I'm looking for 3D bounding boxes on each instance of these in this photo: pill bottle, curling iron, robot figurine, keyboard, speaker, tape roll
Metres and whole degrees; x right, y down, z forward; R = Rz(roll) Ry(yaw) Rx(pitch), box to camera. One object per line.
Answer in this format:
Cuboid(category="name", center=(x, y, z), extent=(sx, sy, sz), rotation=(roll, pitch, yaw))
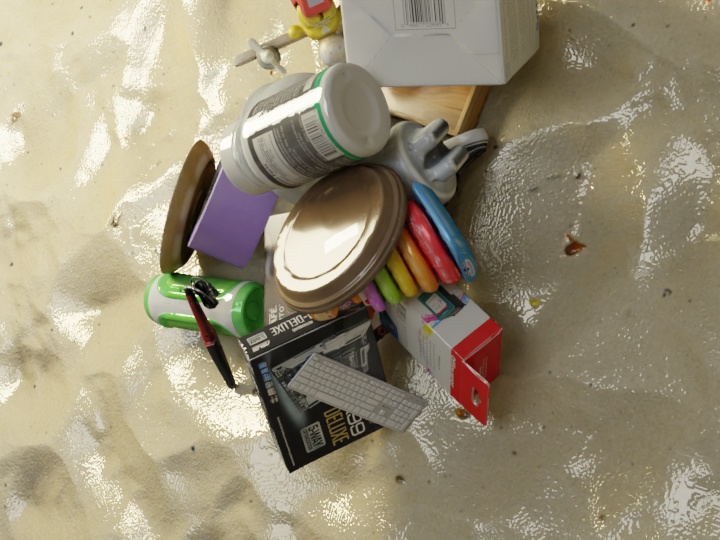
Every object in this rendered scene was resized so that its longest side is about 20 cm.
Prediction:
Cuboid(category="pill bottle", center=(-0.070, -0.162, 1.458), extent=(0.199, 0.112, 0.114), rotation=(-17, 70, 41))
Cuboid(category="curling iron", center=(-0.203, 0.092, 1.700), extent=(0.049, 0.201, 0.026), rotation=(13, 43, 27))
Cuboid(category="robot figurine", center=(0.039, -0.107, 1.518), extent=(0.199, 0.113, 0.170), rotation=(-34, 94, 32))
Cuboid(category="keyboard", center=(-0.001, 0.153, 1.514), extent=(0.057, 0.199, 0.011), rotation=(-54, 38, 12))
Cuboid(category="speaker", center=(-0.219, 0.049, 1.767), extent=(0.198, 0.088, 0.089), rotation=(6, 83, 37))
Cuboid(category="tape roll", center=(-0.164, -0.111, 1.692), extent=(0.200, 0.084, 0.202), rotation=(-157, 90, -79))

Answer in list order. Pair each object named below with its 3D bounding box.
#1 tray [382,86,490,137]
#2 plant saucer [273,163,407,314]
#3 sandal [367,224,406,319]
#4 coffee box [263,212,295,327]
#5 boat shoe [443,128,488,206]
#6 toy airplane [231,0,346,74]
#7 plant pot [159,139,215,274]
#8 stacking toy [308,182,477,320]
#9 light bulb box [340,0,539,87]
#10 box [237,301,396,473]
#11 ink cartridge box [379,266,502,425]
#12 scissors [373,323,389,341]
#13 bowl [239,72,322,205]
Cuboid(category="tray", center=(0.079, -0.247, 1.642), extent=(0.199, 0.037, 0.100), rotation=(24, 94, 37))
Cuboid(category="plant saucer", center=(-0.031, -0.044, 1.426), extent=(0.199, 0.029, 0.202), rotation=(-27, 44, 29))
Cuboid(category="sandal", center=(-0.008, 0.013, 1.531), extent=(0.208, 0.079, 0.059), rotation=(-57, 44, 20))
Cuboid(category="coffee box", center=(-0.065, 0.024, 1.660), extent=(0.112, 0.080, 0.202), rotation=(-7, 76, 32))
Cuboid(category="boat shoe", center=(0.092, -0.109, 1.586), extent=(0.199, 0.070, 0.067), rotation=(-32, 78, 25))
Cuboid(category="toy airplane", center=(-0.055, -0.333, 1.674), extent=(0.200, 0.198, 0.142), rotation=(-41, 67, 40))
Cuboid(category="plant pot", center=(-0.246, -0.089, 1.775), extent=(0.027, 0.200, 0.202), rotation=(15, 89, 2))
Cuboid(category="stacking toy", center=(0.026, 0.002, 1.420), extent=(0.199, 0.116, 0.110), rotation=(-31, 62, 1))
Cuboid(category="light bulb box", center=(0.102, -0.305, 1.488), extent=(0.196, 0.200, 0.126), rotation=(2, 112, 20))
Cuboid(category="box", center=(-0.050, 0.137, 1.518), extent=(0.156, 0.201, 0.050), rotation=(-23, 38, -12))
Cuboid(category="ink cartridge box", center=(0.107, 0.080, 1.482), extent=(0.067, 0.117, 0.200), rotation=(-36, 63, -18))
Cuboid(category="scissors", center=(0.020, 0.091, 1.582), extent=(0.198, 0.014, 0.074), rotation=(-24, 93, -7))
Cuboid(category="bowl", center=(-0.052, -0.186, 1.612), extent=(0.090, 0.199, 0.203), rotation=(-40, 57, 49))
